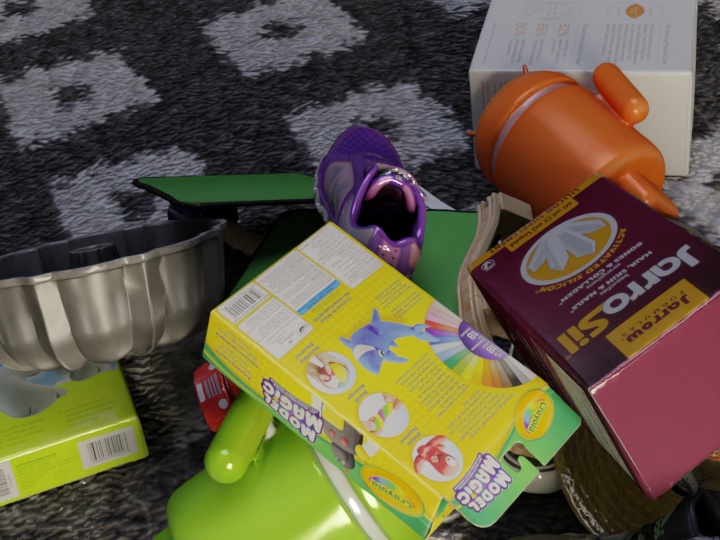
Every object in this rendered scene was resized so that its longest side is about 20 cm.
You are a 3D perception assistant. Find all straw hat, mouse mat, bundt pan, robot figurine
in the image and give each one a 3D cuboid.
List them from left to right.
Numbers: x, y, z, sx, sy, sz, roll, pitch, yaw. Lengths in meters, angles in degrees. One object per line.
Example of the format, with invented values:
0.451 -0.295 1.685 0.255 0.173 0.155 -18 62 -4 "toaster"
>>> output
-0.186 0.020 0.998 0.199 0.077 0.202 -11 9 2 "bundt pan"
-0.090 -0.066 1.124 0.159 0.008 0.200 -3 11 -20 "mouse mat"
-0.039 0.153 0.853 0.199 0.176 0.116 -34 19 1 "robot figurine"
0.000 0.000 1.029 0.197 0.008 0.162 2 38 24 "mouse mat"
0.176 -0.091 1.157 0.116 0.145 0.200 -21 50 -30 "robot figurine"
0.232 0.110 0.913 0.200 0.203 0.085 28 6 38 "straw hat"

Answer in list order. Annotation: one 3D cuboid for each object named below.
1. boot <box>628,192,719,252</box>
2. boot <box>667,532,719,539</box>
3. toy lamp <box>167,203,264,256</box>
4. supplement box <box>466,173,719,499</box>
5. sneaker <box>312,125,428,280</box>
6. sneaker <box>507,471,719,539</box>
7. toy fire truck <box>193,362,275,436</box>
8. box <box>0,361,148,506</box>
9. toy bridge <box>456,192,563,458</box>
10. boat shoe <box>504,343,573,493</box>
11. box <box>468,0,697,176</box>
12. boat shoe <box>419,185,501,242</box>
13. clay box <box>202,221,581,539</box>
0.236 0.016 1.008 0.198 0.074 0.151 16 23 -43 "boot"
0.142 0.218 0.723 0.195 0.164 0.074 -3 34 5 "boot"
-0.087 -0.019 1.173 0.199 0.059 0.058 28 48 34 "toy lamp"
0.156 0.030 0.822 0.110 0.086 0.200 -35 25 -1 "supplement box"
0.013 -0.046 0.979 0.079 0.089 0.202 13 39 -11 "sneaker"
0.170 0.163 0.812 0.197 0.141 0.078 11 40 22 "sneaker"
-0.008 0.087 0.938 0.140 0.200 0.049 -31 55 12 "toy fire truck"
-0.246 0.084 1.065 0.120 0.048 0.201 -17 38 -14 "box"
0.098 0.033 0.954 0.067 0.027 0.202 20 51 -32 "toy bridge"
0.135 0.074 1.003 0.070 0.064 0.201 3 38 13 "boat shoe"
0.211 -0.175 1.288 0.197 0.107 0.153 3 37 14 "box"
0.031 -0.028 1.157 0.199 0.072 0.067 33 49 32 "boat shoe"
0.019 0.067 0.804 0.199 0.048 0.115 38 49 17 "clay box"
